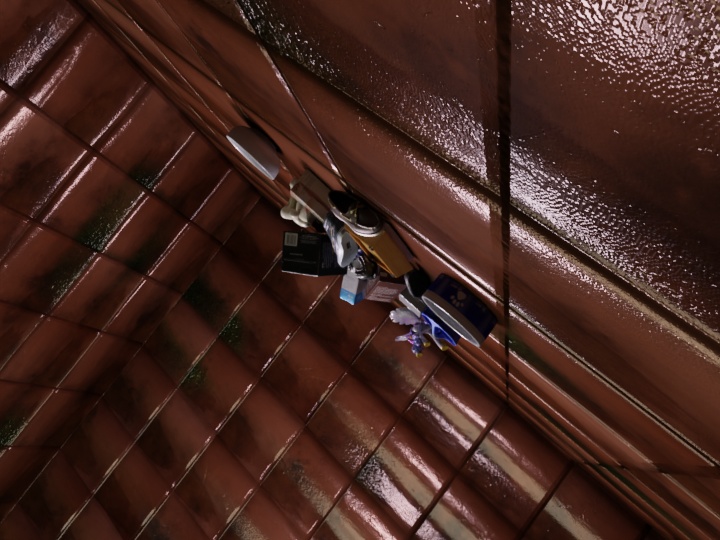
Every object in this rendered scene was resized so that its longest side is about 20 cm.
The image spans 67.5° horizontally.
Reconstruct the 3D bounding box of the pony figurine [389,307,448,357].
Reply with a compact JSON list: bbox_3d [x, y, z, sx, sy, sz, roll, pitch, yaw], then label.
[{"bbox_3d":[0.217,0.219,1.995,0.203,0.187,0.170,-107,3,-49],"label":"pony figurine"}]

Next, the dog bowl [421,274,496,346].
[{"bbox_3d":[0.258,0.104,1.412,0.199,0.079,0.200,42,176,3],"label":"dog bowl"}]

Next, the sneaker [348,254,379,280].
[{"bbox_3d":[0.023,-0.005,1.628,0.088,0.068,0.200,20,-177,-13],"label":"sneaker"}]

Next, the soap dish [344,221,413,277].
[{"bbox_3d":[0.050,-0.076,1.478,0.156,0.082,0.200,38,173,40],"label":"soap dish"}]

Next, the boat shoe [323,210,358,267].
[{"bbox_3d":[-0.058,-0.094,1.579,0.091,0.070,0.202,49,162,22],"label":"boat shoe"}]

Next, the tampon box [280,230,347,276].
[{"bbox_3d":[-0.143,-0.056,1.742,0.145,0.131,0.199,6,-176,25],"label":"tampon box"}]

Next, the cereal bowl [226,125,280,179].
[{"bbox_3d":[-0.330,-0.391,1.731,0.199,0.084,0.200,41,175,4],"label":"cereal bowl"}]

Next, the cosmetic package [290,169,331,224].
[{"bbox_3d":[-0.116,-0.203,1.649,0.199,0.088,0.103,41,175,-3],"label":"cosmetic package"}]

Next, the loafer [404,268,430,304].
[{"bbox_3d":[0.172,0.043,1.658,0.072,0.073,0.200,42,176,35],"label":"loafer"}]

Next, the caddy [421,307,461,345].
[{"bbox_3d":[0.280,0.183,1.828,0.141,0.106,0.200,39,176,29],"label":"caddy"}]

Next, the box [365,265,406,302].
[{"bbox_3d":[0.084,0.039,1.761,0.097,0.078,0.200,8,161,-11],"label":"box"}]

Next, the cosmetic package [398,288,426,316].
[{"bbox_3d":[0.193,0.092,1.871,0.106,0.091,0.200,40,179,9],"label":"cosmetic package"}]

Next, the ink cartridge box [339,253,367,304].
[{"bbox_3d":[0.000,0.000,1.861,0.065,0.206,0.115,24,-152,26],"label":"ink cartridge box"}]

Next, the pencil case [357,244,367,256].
[{"bbox_3d":[0.024,-0.076,1.703,0.076,0.090,0.200,-7,155,21],"label":"pencil case"}]

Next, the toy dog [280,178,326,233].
[{"bbox_3d":[-0.157,-0.196,1.804,0.191,0.142,0.199,27,-176,-34],"label":"toy dog"}]

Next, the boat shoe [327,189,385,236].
[{"bbox_3d":[-0.015,-0.151,1.388,0.199,0.072,0.060,36,167,41],"label":"boat shoe"}]
